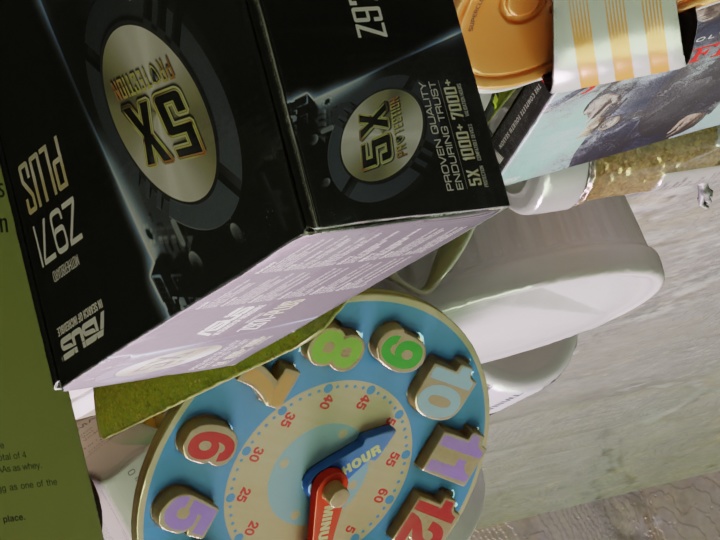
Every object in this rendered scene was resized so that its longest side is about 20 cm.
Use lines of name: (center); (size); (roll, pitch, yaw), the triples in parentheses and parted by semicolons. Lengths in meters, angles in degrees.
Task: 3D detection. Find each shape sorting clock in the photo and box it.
shape sorting clock: (-0.020, 0.100, 1.465); (0.200, 0.039, 0.201); (-21, 130, -28)

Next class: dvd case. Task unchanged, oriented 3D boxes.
dvd case: (0.147, -0.106, 1.408); (0.146, 0.022, 0.200); (-16, 160, -23)

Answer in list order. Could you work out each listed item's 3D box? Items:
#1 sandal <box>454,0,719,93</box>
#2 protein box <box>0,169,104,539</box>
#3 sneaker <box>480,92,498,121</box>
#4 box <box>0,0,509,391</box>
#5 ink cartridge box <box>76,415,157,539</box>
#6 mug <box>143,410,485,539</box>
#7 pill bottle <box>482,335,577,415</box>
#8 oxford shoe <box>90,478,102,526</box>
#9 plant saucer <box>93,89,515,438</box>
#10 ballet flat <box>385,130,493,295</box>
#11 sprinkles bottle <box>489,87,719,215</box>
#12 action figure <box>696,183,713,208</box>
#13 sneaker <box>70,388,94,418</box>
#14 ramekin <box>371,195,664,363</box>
sandal: (0.131, -0.124, 1.244); (0.206, 0.059, 0.079); (-21, 127, -2)
protein box: (-0.248, 0.054, 1.322); (0.198, 0.201, 0.135); (-5, 165, -41)
sneaker: (-0.043, -0.081, 1.315); (0.199, 0.076, 0.076); (-14, 137, 15)
box: (-0.053, -0.063, 1.101); (0.086, 0.164, 0.200); (-7, 167, -35)
ink cartridge box: (-0.123, 0.150, 1.622); (0.050, 0.161, 0.200); (-33, -161, -18)
mug: (-0.050, 0.094, 1.579); (0.186, 0.150, 0.153); (-21, 123, 17)
pill bottle: (0.047, 0.053, 1.931); (0.106, 0.107, 0.200); (-8, 167, -31)
oxford shoe: (-0.203, 0.062, 1.496); (0.071, 0.200, 0.071); (-36, -171, 3)
plant saucer: (-0.037, -0.025, 1.404); (0.200, 0.048, 0.200); (-27, -160, 53)
ballet flat: (0.000, 0.000, 1.481); (0.200, 0.072, 0.072); (-46, 175, -13)
sprinkles bottle: (0.164, -0.076, 1.556); (0.199, 0.068, 0.068); (-10, 168, -24)
action figure: (0.221, -0.071, 1.705); (0.118, 0.055, 0.200); (-14, 165, 13)
sneaker: (-0.162, 0.033, 1.722); (0.200, 0.073, 0.085); (-17, 139, 41)
ramekin: (0.062, -0.010, 1.678); (0.202, 0.095, 0.202); (-13, 168, -3)
